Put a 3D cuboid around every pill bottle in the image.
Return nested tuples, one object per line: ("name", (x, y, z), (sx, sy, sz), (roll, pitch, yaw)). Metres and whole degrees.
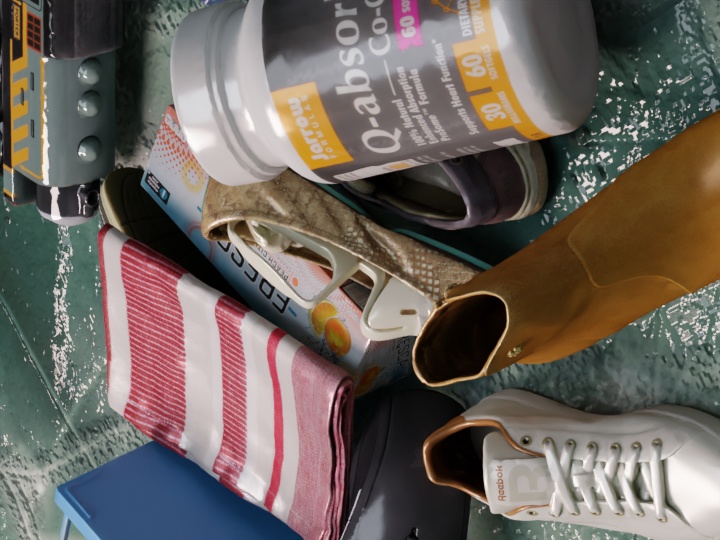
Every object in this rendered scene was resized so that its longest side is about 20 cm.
("pill bottle", (0.011, -0.107, 1.081), (0.198, 0.116, 0.117), (-12, 97, 25))

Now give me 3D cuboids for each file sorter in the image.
("file sorter", (-0.083, 0.212, 1.332), (0.200, 0.138, 0.123), (43, 138, 28))

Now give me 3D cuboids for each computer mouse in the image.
("computer mouse", (0.047, 0.176, 1.210), (0.046, 0.139, 0.202), (-172, 101, -82))

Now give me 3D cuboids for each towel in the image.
("towel", (-0.084, 0.071, 1.273), (0.199, 0.023, 0.145), (31, 137, 30))

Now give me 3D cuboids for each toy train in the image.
("toy train", (-0.200, -0.127, 1.361), (0.114, 0.085, 0.202), (31, 126, 43))

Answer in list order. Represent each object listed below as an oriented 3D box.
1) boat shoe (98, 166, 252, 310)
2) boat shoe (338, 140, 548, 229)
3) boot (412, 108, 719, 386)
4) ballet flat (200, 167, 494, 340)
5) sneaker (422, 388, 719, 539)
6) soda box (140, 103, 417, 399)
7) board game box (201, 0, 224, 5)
("boat shoe", (-0.108, 0.029, 1.338), (0.201, 0.072, 0.066), (53, 131, 13))
("boat shoe", (0.012, -0.070, 1.176), (0.199, 0.065, 0.073), (25, 122, 39))
("boot", (0.120, -0.006, 1.027), (0.071, 0.143, 0.201), (58, 137, 12))
("ballet flat", (0.000, 0.000, 1.167), (0.199, 0.066, 0.071), (26, 165, 11))
("sneaker", (0.117, 0.111, 1.121), (0.199, 0.084, 0.074), (4, 106, 44))
("soda box", (-0.041, -0.018, 1.254), (0.200, 0.063, 0.069), (47, 134, 24))
("board game box", (-0.068, -0.266, 1.211), (0.136, 0.034, 0.200), (56, 137, 16))
